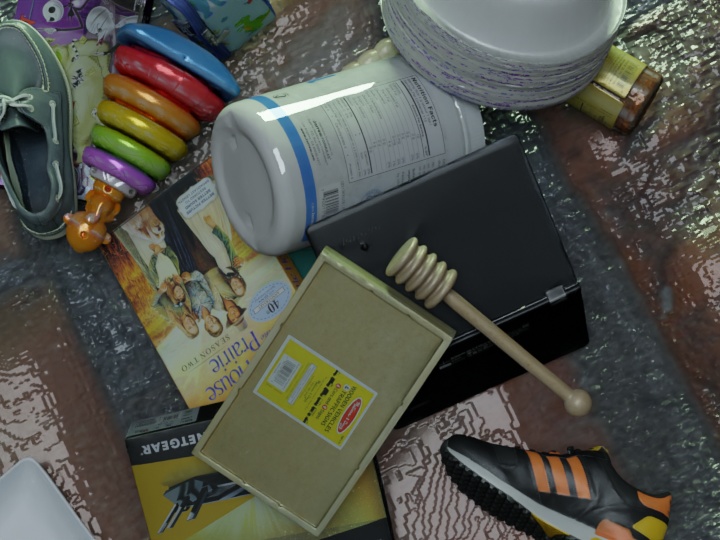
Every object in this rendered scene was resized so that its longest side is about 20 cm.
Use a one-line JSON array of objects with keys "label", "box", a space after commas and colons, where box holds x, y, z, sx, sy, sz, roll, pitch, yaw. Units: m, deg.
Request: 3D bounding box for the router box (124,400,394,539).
[{"label": "router box", "box": [-0.081, 0.185, 1.517, 0.198, 0.052, 0.159, -13, 102, 3]}]

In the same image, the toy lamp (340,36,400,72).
[{"label": "toy lamp", "box": [-0.031, -0.152, 1.597, 0.199, 0.058, 0.058, -34, 79, -2]}]

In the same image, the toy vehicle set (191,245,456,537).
[{"label": "toy vehicle set", "box": [-0.030, 0.097, 1.445, 0.124, 0.027, 0.201, 34, 103, -1]}]

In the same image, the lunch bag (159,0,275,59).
[{"label": "lunch bag", "box": [-0.162, -0.283, 1.579, 0.082, 0.161, 0.200, -38, 78, 3]}]

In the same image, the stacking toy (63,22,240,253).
[{"label": "stacking toy", "box": [-0.197, -0.104, 1.571, 0.115, 0.110, 0.201, 28, 85, -12]}]

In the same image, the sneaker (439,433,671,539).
[{"label": "sneaker", "box": [0.165, 0.177, 1.525, 0.199, 0.070, 0.090, 29, 69, 9]}]

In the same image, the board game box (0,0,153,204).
[{"label": "board game box", "box": [-0.263, -0.164, 1.633, 0.119, 0.032, 0.202, 9, 81, 10]}]

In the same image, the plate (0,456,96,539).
[{"label": "plate", "box": [-0.295, 0.297, 1.553, 0.199, 0.032, 0.200, -40, 79, -4]}]

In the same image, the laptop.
[{"label": "laptop", "box": [0.077, 0.016, 1.502, 0.186, 0.200, 0.117, -23, 64, 1]}]

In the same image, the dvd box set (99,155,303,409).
[{"label": "dvd box set", "box": [-0.123, 0.022, 1.564, 0.146, 0.029, 0.201, -34, 79, 21]}]

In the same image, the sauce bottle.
[{"label": "sauce bottle", "box": [0.164, -0.193, 1.583, 0.199, 0.066, 0.066, 34, 85, 9]}]

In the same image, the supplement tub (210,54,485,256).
[{"label": "supplement tub", "box": [-0.012, -0.099, 1.512, 0.199, 0.132, 0.133, -19, 78, -28]}]

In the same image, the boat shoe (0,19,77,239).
[{"label": "boat shoe", "box": [-0.289, -0.129, 1.584, 0.072, 0.062, 0.202, -13, 80, 4]}]

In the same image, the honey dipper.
[{"label": "honey dipper", "box": [0.107, 0.049, 1.437, 0.200, 0.038, 0.038, 38, 85, -10]}]

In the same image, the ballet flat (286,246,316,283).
[{"label": "ballet flat", "box": [0.000, 0.000, 1.557, 0.199, 0.065, 0.071, -12, 87, 28]}]

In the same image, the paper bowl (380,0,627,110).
[{"label": "paper bowl", "box": [0.123, -0.240, 1.503, 0.199, 0.105, 0.202, 7, 53, -9]}]
